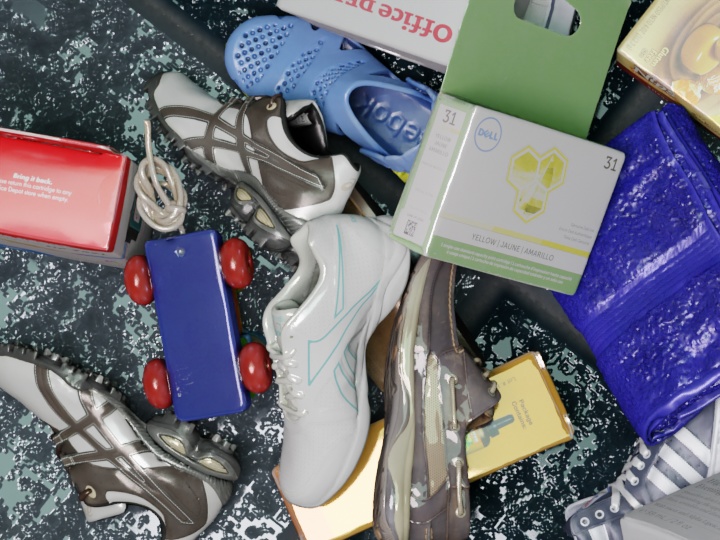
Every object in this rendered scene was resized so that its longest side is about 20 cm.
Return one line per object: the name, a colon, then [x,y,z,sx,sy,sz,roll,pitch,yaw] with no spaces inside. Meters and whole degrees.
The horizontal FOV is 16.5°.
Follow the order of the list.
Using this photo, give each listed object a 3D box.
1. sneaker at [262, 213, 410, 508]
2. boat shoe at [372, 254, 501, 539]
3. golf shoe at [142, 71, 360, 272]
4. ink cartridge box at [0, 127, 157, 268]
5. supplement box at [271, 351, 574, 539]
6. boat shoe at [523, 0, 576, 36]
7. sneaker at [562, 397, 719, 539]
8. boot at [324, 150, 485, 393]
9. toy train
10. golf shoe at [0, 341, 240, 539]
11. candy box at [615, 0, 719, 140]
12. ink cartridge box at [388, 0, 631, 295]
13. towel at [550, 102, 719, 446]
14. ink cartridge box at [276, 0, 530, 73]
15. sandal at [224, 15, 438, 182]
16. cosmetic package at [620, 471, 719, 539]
sneaker: [-0.032,0.056,1.625,0.080,0.070,0.200,8,98,-36]
boat shoe: [0.053,0.086,1.638,0.073,0.074,0.200,8,81,-5]
golf shoe: [-0.069,-0.089,1.689,0.095,0.078,0.200,-50,56,9]
ink cartridge box: [-0.208,-0.049,1.660,0.116,0.200,0.067,10,86,5]
supplement box: [0.044,0.124,1.696,0.200,0.069,0.067,-24,84,3]
boat shoe: [0.104,-0.178,1.714,0.086,0.075,0.202,13,83,5]
sneaker: [0.195,0.131,1.682,0.108,0.070,0.200,4,88,3]
boot: [0.000,0.000,1.711,0.075,0.074,0.200,-33,86,9]
toy train: [-0.105,-0.005,1.681,0.085,0.116,0.200,-10,91,13]
golf shoe: [-0.184,0.119,1.699,0.200,0.078,0.095,28,87,7]
candy box: [0.281,-0.191,1.711,0.115,0.055,0.200,38,88,7]
ink cartridge box: [0.111,-0.095,1.622,0.048,0.145,0.200,27,99,48]
towel: [0.200,-0.002,1.661,0.148,0.050,0.200,-36,61,12]
ink cartridge box: [0.051,-0.240,1.659,0.145,0.087,0.200,22,95,21]
sandal: [-0.003,-0.120,1.711,0.200,0.087,0.080,25,88,8]
cosmetic package: [0.282,0.164,1.614,0.200,0.102,0.074,-22,108,-25]
